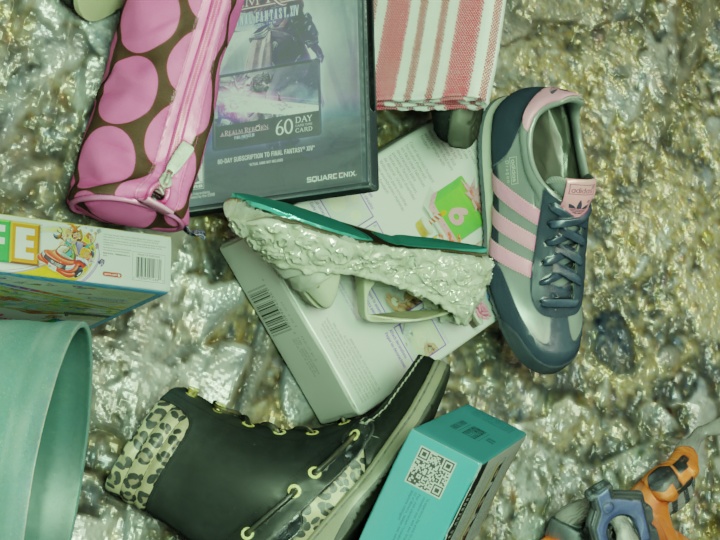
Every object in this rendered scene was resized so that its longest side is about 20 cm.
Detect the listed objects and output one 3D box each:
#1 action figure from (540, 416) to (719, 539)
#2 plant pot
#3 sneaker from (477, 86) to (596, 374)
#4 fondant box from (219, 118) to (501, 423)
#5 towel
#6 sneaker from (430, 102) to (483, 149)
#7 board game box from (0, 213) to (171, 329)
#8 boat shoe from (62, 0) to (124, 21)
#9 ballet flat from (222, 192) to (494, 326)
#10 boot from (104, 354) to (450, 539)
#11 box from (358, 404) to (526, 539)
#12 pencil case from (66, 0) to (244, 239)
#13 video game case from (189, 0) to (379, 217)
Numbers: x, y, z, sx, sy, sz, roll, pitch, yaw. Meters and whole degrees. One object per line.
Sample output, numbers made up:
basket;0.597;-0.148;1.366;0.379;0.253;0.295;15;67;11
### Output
action figure;0.199;0.216;1.345;0.193;0.105;0.201;-18;113;-25
plant pot;-0.238;0.119;1.057;0.134;0.200;0.201;8;73;-1
sneaker;0.130;-0.030;1.281;0.070;0.082;0.201;-7;86;-33
fondant box;0.021;-0.005;1.295;0.200;0.058;0.145;-33;95;-30
towel;0.009;-0.173;1.261;0.030;0.199;0.147;40;55;-57
sneaker;0.038;-0.159;1.302;0.114;0.076;0.200;4;46;-2
board game box;-0.227;-0.002;1.067;0.199;0.134;0.034;8;75;-29
boat shoe;-0.152;-0.259;1.256;0.063;0.074;0.202;23;75;18
ballet flat;0.000;0.000;1.213;0.199;0.072;0.072;12;73;-26
boot;-0.049;0.106;1.184;0.153;0.074;0.204;32;67;13
box;0.056;0.139;1.197;0.049;0.200;0.082;26;96;12
pencil case;-0.124;-0.124;1.205;0.090;0.094;0.201;15;79;-19
video game case;-0.058;-0.143;1.244;0.019;0.142;0.201;23;63;-64
